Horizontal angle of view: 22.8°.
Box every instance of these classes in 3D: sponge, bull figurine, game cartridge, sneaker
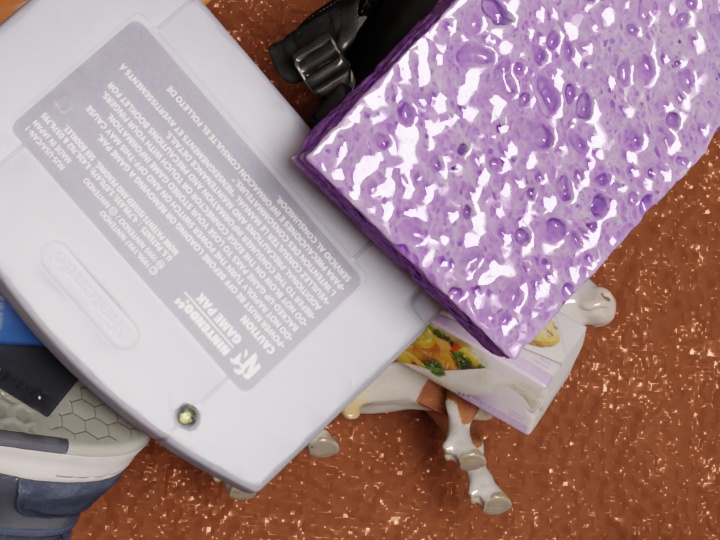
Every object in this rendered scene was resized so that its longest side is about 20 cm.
[{"bbox_3d":[0.082,-0.075,0.664,0.112,0.030,0.200,45,84,-14],"label":"sponge"},{"bbox_3d":[0.019,0.042,0.805,0.199,0.065,0.122,1,52,-7],"label":"bull figurine"},{"bbox_3d":[-0.075,-0.018,0.696,0.133,0.041,0.200,-43,98,-18],"label":"game cartridge"},{"bbox_3d":[-0.202,0.085,0.706,0.202,0.146,0.077,17,39,-27],"label":"sneaker"}]

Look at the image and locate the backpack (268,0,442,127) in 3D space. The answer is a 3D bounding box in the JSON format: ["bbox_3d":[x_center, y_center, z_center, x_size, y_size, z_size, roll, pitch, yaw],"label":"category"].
[{"bbox_3d":[0.065,-0.098,0.771,0.200,0.190,0.154,-45,104,-7],"label":"backpack"}]

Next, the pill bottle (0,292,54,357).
[{"bbox_3d":[-0.209,-0.016,0.736,0.199,0.112,0.113,4,86,-13],"label":"pill bottle"}]

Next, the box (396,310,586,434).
[{"bbox_3d":[0.000,0.000,0.768,0.199,0.039,0.041,30,53,14],"label":"box"}]

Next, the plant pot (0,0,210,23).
[{"bbox_3d":[-0.145,-0.182,0.728,0.199,0.200,0.140,-22,72,-14],"label":"plant pot"}]
